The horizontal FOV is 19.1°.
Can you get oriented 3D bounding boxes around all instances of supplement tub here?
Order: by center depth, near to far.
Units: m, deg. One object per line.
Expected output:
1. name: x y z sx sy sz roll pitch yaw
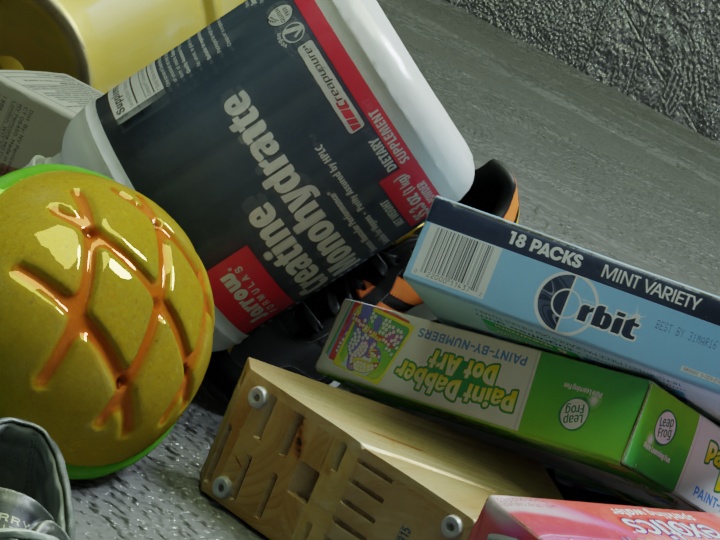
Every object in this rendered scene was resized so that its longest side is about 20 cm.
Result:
1. supplement tub: -0.057 -0.049 1.054 0.141 0.200 0.140 56 4 -6

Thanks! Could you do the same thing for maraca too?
1. maraca: -0.137 0.024 0.909 0.107 0.138 0.200 -17 -4 36

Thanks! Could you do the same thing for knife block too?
1. knife block: 0.049 0.114 0.990 0.200 0.064 0.175 31 14 30

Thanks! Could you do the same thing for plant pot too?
1. plant pot: -0.194 -0.157 1.405 0.200 0.201 0.189 25 29 8

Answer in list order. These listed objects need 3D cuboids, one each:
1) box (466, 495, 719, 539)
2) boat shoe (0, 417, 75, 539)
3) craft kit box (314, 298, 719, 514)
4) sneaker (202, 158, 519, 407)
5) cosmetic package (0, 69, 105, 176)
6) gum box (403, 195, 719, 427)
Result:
1. box: 0.128 0.161 0.868 0.199 0.095 0.103 11 19 -44
2. boat shoe: -0.131 0.102 0.702 0.072 0.071 0.200 20 14 -15
3. craft kit box: 0.110 0.085 1.049 0.199 0.049 0.197 15 -10 44
4. sneaker: 0.000 0.000 1.120 0.200 0.090 0.070 -26 59 -27
5. cosmetic package: -0.128 -0.035 1.222 0.199 0.088 0.103 27 12 19
6. gum box: 0.122 0.038 1.019 0.169 0.045 0.200 20 -9 17
